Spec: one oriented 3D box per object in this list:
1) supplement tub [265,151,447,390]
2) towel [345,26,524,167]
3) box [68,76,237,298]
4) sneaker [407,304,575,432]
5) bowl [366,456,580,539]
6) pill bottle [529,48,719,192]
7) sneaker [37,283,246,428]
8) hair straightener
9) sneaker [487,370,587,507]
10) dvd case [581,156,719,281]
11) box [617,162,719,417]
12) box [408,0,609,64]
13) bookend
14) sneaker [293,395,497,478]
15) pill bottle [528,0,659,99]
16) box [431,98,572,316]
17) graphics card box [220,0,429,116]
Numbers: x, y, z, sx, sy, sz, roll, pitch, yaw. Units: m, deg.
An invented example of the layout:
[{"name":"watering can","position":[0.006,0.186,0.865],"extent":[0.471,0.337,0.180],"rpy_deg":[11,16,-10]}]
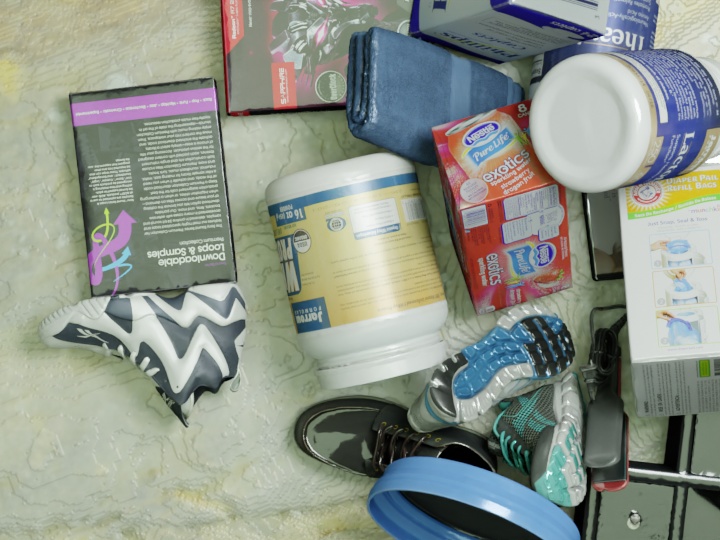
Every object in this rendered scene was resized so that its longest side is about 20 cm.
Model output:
[{"name":"supplement tub","position":[0.000,0.000,1.622],"extent":[0.144,0.145,0.201],"rpy_deg":[-13,90,1]},{"name":"towel","position":[0.070,-0.149,1.611],"extent":[0.199,0.048,0.112],"rpy_deg":[16,71,-39]},{"name":"box","position":[-0.199,-0.078,1.679],"extent":[0.142,0.036,0.201],"rpy_deg":[-6,89,1]},{"name":"sneaker","position":[0.117,0.096,1.638],"extent":[0.200,0.087,0.075],"rpy_deg":[-23,79,-38]},{"name":"bowl","position":[0.104,0.228,1.569],"extent":[0.200,0.201,0.039],"rpy_deg":[23,65,0]},{"name":"pill bottle","position":[0.244,-0.133,1.503],"extent":[0.115,0.200,0.116],"rpy_deg":[9,104,39]},{"name":"sneaker","position":[-0.202,0.089,1.656],"extent":[0.198,0.079,0.130],"rpy_deg":[-7,82,-9]},{"name":"hair straightener","position":[0.231,0.103,1.616],"extent":[0.041,0.077,0.201],"rpy_deg":[-4,48,22]},{"name":"sneaker","position":[0.161,0.164,1.607],"extent":[0.091,0.200,0.078],"rpy_deg":[-12,106,14]},{"name":"dvd case","position":[0.314,-0.072,1.681],"extent":[0.199,0.018,0.143],"rpy_deg":[-7,90,0]},{"name":"box","position":[0.290,0.017,1.570],"extent":[0.101,0.113,0.201],"rpy_deg":[-5,58,10]},{"name":"box","position":[0.141,-0.299,1.573],"extent":[0.104,0.200,0.185],"rpy_deg":[12,84,-23]},{"name":"bookend","position":[0.295,0.187,1.646],"extent":[0.198,0.092,0.201],"rpy_deg":[7,89,1]},{"name":"sneaker","position":[0.034,0.164,1.641],"extent":[0.199,0.106,0.075],"rpy_deg":[9,91,0]},{"name":"pill bottle","position":[0.217,-0.197,1.629],"extent":[0.110,0.111,0.201],"rpy_deg":[8,86,1]},{"name":"box","position":[0.131,-0.054,1.587],"extent":[0.099,0.200,0.096],"rpy_deg":[-16,59,0]},{"name":"graphics card box","position":[-0.033,-0.215,1.668],"extent":[0.199,0.051,0.126],"rpy_deg":[-3,90,-1]}]
